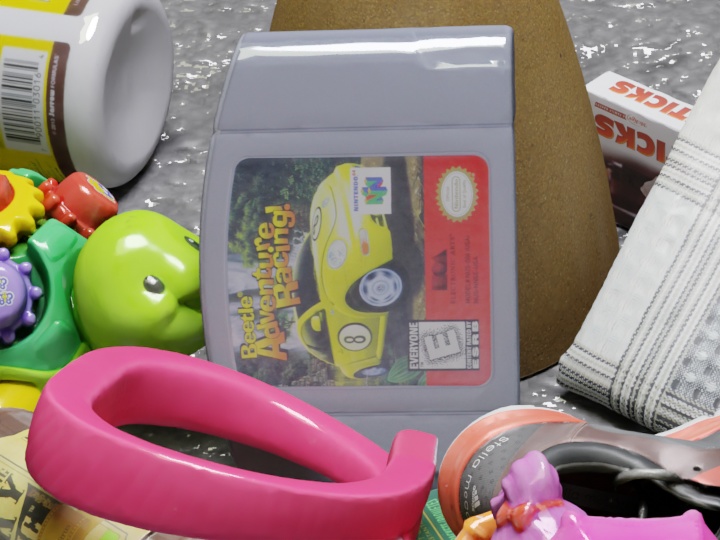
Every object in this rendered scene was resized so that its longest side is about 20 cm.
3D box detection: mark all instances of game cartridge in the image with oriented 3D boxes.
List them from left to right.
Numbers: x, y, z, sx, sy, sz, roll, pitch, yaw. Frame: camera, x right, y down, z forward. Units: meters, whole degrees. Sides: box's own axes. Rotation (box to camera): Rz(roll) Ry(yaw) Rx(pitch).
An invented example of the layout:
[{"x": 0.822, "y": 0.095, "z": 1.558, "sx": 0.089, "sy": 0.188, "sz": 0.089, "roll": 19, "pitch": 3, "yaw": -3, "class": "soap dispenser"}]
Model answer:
[{"x": 0.000, "y": 0.000, "z": 0.945, "sx": 0.133, "sy": 0.201, "sz": 0.041, "roll": -2, "pitch": 3, "yaw": 8, "class": "game cartridge"}]

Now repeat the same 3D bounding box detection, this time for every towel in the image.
[{"x": 0.205, "y": -0.003, "z": 0.969, "sx": 0.192, "sy": 0.035, "sz": 0.200, "roll": 26, "pitch": 81, "yaw": 35, "class": "towel"}]

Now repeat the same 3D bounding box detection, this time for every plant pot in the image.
[{"x": 0.027, "y": -0.077, "z": 1.039, "sx": 0.186, "sy": 0.200, "sz": 0.187, "roll": -3, "pitch": 36, "yaw": 2, "class": "plant pot"}]

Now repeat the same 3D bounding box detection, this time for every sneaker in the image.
[{"x": 0.132, "y": 0.094, "z": 0.854, "sx": 0.200, "sy": 0.077, "sz": 0.082, "roll": 0, "pitch": 9, "yaw": -20, "class": "sneaker"}]

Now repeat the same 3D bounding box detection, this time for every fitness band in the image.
[{"x": -0.045, "y": 0.069, "z": 0.834, "sx": 0.143, "sy": 0.038, "sz": 0.200, "roll": 15, "pitch": 7, "yaw": 4, "class": "fitness band"}]

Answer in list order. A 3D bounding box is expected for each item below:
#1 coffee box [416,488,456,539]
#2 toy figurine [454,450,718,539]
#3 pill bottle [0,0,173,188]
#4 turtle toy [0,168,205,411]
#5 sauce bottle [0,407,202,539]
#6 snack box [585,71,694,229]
[{"x": -0.028, "y": 0.155, "z": 0.847, "sx": 0.200, "sy": 0.044, "sz": 0.123, "roll": -15, "pitch": 36, "yaw": -15, "class": "coffee box"}, {"x": 0.068, "y": 0.127, "z": 0.713, "sx": 0.150, "sy": 0.184, "sz": 0.200, "roll": -14, "pitch": 53, "yaw": -15, "class": "toy figurine"}, {"x": -0.206, "y": -0.108, "z": 1.185, "sx": 0.200, "sy": 0.109, "sz": 0.109, "roll": 10, "pitch": 37, "yaw": 18, "class": "pill bottle"}, {"x": -0.149, "y": 0.007, "z": 1.021, "sx": 0.200, "sy": 0.101, "sz": 0.146, "roll": 13, "pitch": 38, "yaw": 23, "class": "turtle toy"}, {"x": -0.121, "y": 0.092, "z": 0.862, "sx": 0.065, "sy": 0.065, "sz": 0.200, "roll": -31, "pitch": 37, "yaw": -33, "class": "sauce bottle"}, {"x": 0.186, "y": -0.027, "z": 1.060, "sx": 0.024, "sy": 0.072, "sz": 0.200, "roll": -32, "pitch": 44, "yaw": -33, "class": "snack box"}]
